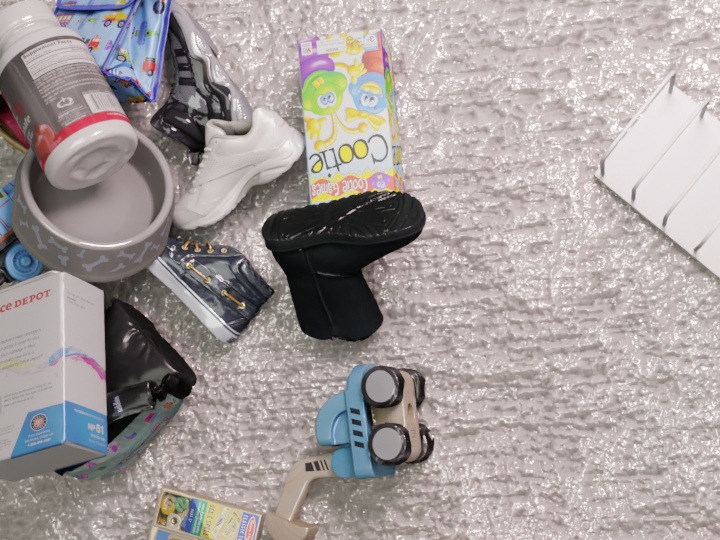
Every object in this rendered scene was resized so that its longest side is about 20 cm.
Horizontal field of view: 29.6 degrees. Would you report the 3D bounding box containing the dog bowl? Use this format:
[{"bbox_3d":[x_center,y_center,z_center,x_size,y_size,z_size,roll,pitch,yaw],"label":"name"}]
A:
[{"bbox_3d":[-0.306,-0.089,1.577,0.198,0.059,0.202,8,60,-14],"label":"dog bowl"}]

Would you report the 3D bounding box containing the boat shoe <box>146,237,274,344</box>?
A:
[{"bbox_3d":[-0.197,-0.012,1.639,0.200,0.071,0.091,45,91,0],"label":"boat shoe"}]

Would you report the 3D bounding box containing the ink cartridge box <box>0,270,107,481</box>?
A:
[{"bbox_3d":[-0.364,0.120,1.535,0.143,0.084,0.202,-17,66,25],"label":"ink cartridge box"}]

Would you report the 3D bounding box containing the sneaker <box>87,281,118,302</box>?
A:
[{"bbox_3d":[-0.369,0.015,1.663,0.117,0.074,0.202,25,85,18],"label":"sneaker"}]

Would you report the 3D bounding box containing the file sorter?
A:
[{"bbox_3d":[0.380,-0.104,1.517,0.200,0.124,0.139,40,93,10],"label":"file sorter"}]

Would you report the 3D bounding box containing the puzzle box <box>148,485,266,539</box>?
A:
[{"bbox_3d":[-0.198,0.372,1.627,0.131,0.025,0.202,13,87,10],"label":"puzzle box"}]

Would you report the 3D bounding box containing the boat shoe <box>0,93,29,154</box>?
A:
[{"bbox_3d":[-0.440,-0.211,1.694,0.200,0.069,0.074,42,93,10],"label":"boat shoe"}]

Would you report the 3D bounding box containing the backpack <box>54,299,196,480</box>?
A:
[{"bbox_3d":[-0.299,0.157,1.610,0.200,0.126,0.167,-48,60,4],"label":"backpack"}]

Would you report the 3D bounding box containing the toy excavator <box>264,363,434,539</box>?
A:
[{"bbox_3d":[-0.021,0.212,1.585,0.198,0.100,0.197,-10,82,22],"label":"toy excavator"}]

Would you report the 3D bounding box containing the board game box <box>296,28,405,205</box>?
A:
[{"bbox_3d":[-0.009,-0.167,1.599,0.102,0.105,0.203,-6,85,8],"label":"board game box"}]

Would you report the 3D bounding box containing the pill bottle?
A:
[{"bbox_3d":[-0.340,-0.200,1.525,0.110,0.111,0.201,-33,74,6],"label":"pill bottle"}]

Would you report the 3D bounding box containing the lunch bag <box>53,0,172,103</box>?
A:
[{"bbox_3d":[-0.299,-0.311,1.654,0.149,0.094,0.202,4,74,40],"label":"lunch bag"}]

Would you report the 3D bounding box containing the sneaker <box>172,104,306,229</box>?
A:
[{"bbox_3d":[-0.161,-0.128,1.612,0.199,0.078,0.100,-35,107,19],"label":"sneaker"}]

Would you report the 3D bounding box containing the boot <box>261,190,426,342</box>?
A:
[{"bbox_3d":[0.000,0.000,1.553,0.198,0.169,0.077,-7,41,20],"label":"boot"}]

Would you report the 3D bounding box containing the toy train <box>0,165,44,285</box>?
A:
[{"bbox_3d":[-0.387,-0.070,1.634,0.200,0.087,0.115,-42,104,-18],"label":"toy train"}]

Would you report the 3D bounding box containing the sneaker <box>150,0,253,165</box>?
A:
[{"bbox_3d":[-0.217,-0.227,1.654,0.113,0.075,0.201,-33,81,6],"label":"sneaker"}]
